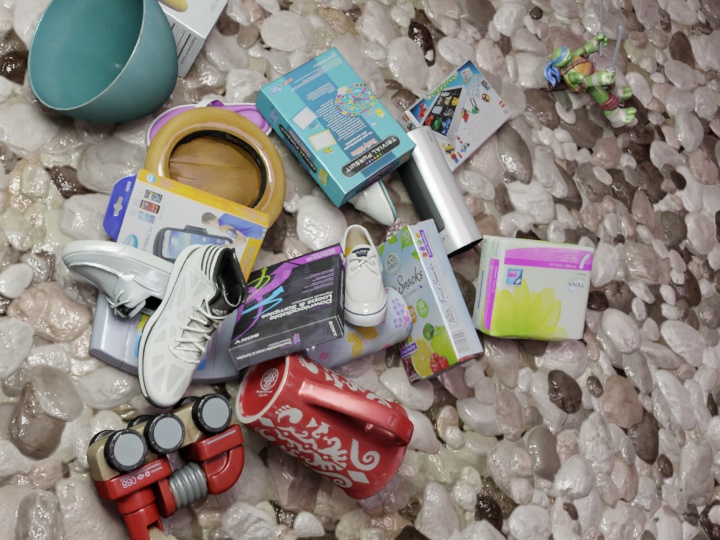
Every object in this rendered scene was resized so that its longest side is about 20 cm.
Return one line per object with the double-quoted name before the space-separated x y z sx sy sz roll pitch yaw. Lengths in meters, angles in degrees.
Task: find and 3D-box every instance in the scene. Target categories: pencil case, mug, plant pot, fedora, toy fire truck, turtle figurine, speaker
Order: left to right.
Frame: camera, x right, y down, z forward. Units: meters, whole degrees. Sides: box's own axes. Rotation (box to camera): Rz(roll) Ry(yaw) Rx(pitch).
"plant pot" -0.318 -0.278 1.192 0.134 0.197 0.205 29 51 -57
"toy fire truck" -0.208 0.265 1.069 0.174 0.128 0.204 -19 92 -34
"fedora" -0.202 -0.122 1.234 0.197 0.082 0.205 7 74 -25
"mug" -0.037 0.174 1.136 0.199 0.177 0.135 35 32 -27
"pencil case" -0.023 0.088 1.257 0.197 0.090 0.085 -19 104 -32
"speaker" 0.118 -0.120 1.422 0.080 0.081 0.203 -20 82 -33
"turtle figurine" 0.456 -0.374 1.662 0.193 0.144 0.201 36 98 -32

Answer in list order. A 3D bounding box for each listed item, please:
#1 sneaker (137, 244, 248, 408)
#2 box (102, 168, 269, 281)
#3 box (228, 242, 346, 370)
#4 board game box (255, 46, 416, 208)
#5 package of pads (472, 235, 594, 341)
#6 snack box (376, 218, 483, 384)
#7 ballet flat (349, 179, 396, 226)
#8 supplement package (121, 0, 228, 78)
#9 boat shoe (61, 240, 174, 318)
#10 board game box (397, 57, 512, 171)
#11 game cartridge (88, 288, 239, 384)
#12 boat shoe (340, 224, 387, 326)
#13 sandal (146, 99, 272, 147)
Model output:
"sneaker" -0.195 0.062 1.051 0.075 0.114 0.205 23 74 -32
"box" -0.227 -0.046 1.150 0.196 0.121 0.042 18 26 -16
"box" -0.088 0.041 1.154 0.201 0.140 0.037 -92 162 -61
"board game box" -0.036 -0.214 1.331 0.150 0.047 0.201 -34 80 -28
"package of pads" 0.274 0.032 1.424 0.196 0.068 0.158 3 97 -29
"snack box" 0.088 0.048 1.299 0.052 0.142 0.204 -13 78 -31
"ballet flat" -0.013 -0.148 1.377 0.068 0.069 0.203 -17 76 -33
"supplement package" -0.298 -0.392 1.277 0.198 0.109 0.115 31 59 -15
"boat shoe" -0.272 0.023 1.108 0.198 0.070 0.073 20 57 -24
"board game box" 0.164 -0.261 1.532 0.127 0.035 0.200 50 55 -4
"game cartridge" -0.244 0.075 1.166 0.196 0.040 0.136 13 68 -24
"boat shoe" 0.000 0.000 1.253 0.069 0.071 0.201 0 30 -3
"sandal" -0.212 -0.211 1.289 0.200 0.050 0.084 -21 81 -34
